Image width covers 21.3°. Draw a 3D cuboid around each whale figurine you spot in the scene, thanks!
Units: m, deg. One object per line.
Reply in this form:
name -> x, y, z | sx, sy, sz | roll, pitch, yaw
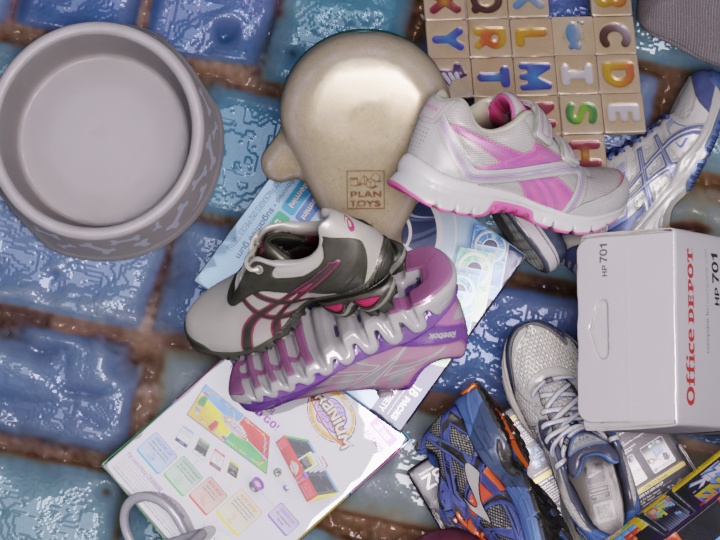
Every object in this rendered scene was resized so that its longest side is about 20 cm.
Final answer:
whale figurine -> 0.004, -0.084, 1.453 | 0.158, 0.104, 0.201 | -2, 108, 0

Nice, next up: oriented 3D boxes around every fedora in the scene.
fedora -> 0.288, -0.217, 1.517 | 0.199, 0.177, 0.091 | 8, 115, -18

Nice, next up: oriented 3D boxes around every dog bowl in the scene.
dog bowl -> -0.211, -0.109, 1.549 | 0.199, 0.059, 0.201 | 0, 85, 1

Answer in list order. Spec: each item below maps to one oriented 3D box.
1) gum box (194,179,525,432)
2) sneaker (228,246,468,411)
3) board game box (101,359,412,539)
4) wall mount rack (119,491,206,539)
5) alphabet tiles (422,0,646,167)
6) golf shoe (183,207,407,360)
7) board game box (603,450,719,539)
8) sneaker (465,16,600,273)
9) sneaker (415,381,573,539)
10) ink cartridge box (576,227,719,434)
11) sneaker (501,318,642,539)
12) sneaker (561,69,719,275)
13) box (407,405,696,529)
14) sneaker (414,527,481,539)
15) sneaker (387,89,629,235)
gum box -> 0.000, 0.000, 1.502 | 0.200, 0.045, 0.170 | 36, 86, 4
sneaker -> -0.003, 0.064, 1.438 | 0.199, 0.081, 0.089 | -25, 128, 13
board game box -> -0.082, 0.146, 1.530 | 0.200, 0.040, 0.153 | -41, 85, -3
wall mount rack -> -0.167, 0.281, 1.495 | 0.173, 0.075, 0.201 | -22, 97, 34
alphabet tiles -> 0.135, -0.167, 1.497 | 0.166, 0.008, 0.201 | -2, 71, -5
golf shoe -> -0.063, 0.002, 1.405 | 0.199, 0.088, 0.077 | -21, 44, 33
board game box -> 0.300, 0.235, 1.431 | 0.165, 0.057, 0.200 | -37, 110, -5
sneaker -> 0.150, -0.109, 1.518 | 0.146, 0.077, 0.203 | -27, 67, -3
sneaker -> 0.102, 0.180, 1.441 | 0.078, 0.075, 0.200 | -35, 45, 11
ink cartridge box -> 0.251, 0.050, 1.455 | 0.086, 0.200, 0.147 | -4, 83, 37
sneaker -> 0.169, 0.127, 1.459 | 0.077, 0.085, 0.201 | -24, 83, -2
sneaker -> 0.223, -0.081, 1.532 | 0.088, 0.075, 0.201 | 27, 85, 4
box -> 0.160, 0.176, 1.521 | 0.200, 0.049, 0.162 | -32, 87, -2
sneaker -> 0.128, 0.246, 1.447 | 0.199, 0.090, 0.075 | 16, 87, 1
sneaker -> 0.120, -0.082, 1.396 | 0.199, 0.081, 0.089 | 7, 104, -33
